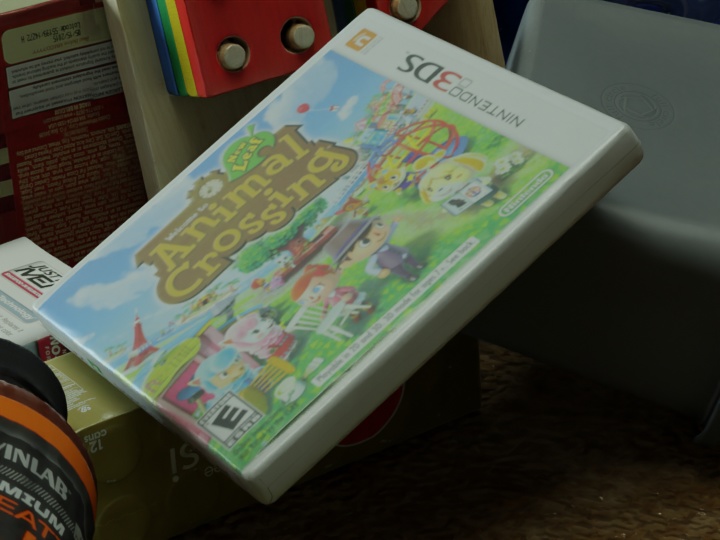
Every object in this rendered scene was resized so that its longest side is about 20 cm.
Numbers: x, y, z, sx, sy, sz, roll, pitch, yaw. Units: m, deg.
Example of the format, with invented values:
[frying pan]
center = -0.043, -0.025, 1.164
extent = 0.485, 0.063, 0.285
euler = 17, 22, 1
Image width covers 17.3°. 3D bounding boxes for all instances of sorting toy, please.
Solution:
[sorting toy]
center = -0.008, -0.096, 1.138
extent = 0.199, 0.200, 0.070
euler = -18, 15, -25

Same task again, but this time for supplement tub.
[supplement tub]
center = -0.150, 0.108, 0.840
extent = 0.107, 0.107, 0.200
euler = -4, 36, 3

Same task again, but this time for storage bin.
[storage bin]
center = 0.117, -0.027, 1.021
extent = 0.134, 0.146, 0.200
euler = 16, 40, -1

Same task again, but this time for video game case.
[video game case]
center = -0.015, -0.015, 0.943
extent = 0.200, 0.022, 0.182
euler = -43, 38, -13

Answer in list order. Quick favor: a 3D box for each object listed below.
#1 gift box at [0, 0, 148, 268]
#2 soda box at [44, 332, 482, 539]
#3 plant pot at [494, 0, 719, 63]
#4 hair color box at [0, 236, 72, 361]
[gift box]
center = -0.153, -0.110, 1.218
extent = 0.184, 0.200, 0.187
euler = -14, 26, -29
[soda box]
center = -0.046, 0.052, 1.007
extent = 0.200, 0.068, 0.064
euler = -20, 30, -28
[plant pot]
center = 0.164, -0.172, 1.290
extent = 0.180, 0.200, 0.200
euler = -2, 26, -9
[hair color box]
center = -0.205, 0.056, 1.037
extent = 0.200, 0.061, 0.099
euler = -23, 31, -30
